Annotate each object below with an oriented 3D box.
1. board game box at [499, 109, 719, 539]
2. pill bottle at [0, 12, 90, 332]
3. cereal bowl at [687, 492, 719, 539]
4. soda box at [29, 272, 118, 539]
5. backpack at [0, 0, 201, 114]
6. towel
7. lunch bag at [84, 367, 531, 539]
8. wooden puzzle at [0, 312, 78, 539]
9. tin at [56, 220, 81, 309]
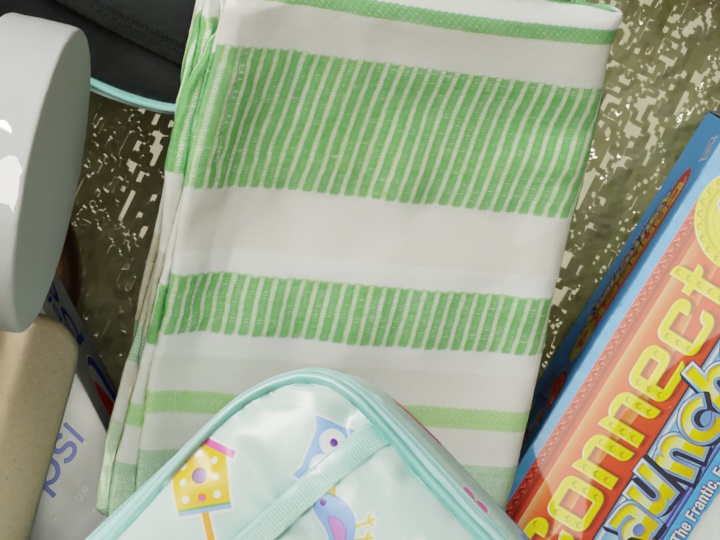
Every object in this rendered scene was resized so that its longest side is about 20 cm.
[{"bbox_3d":[0.160,0.078,0.955,0.195,0.056,0.201,31,97,-5],"label":"board game box"},{"bbox_3d":[-0.188,-0.048,0.794,0.199,0.116,0.116,13,98,2],"label":"pill bottle"},{"bbox_3d":[0.171,0.139,0.876,0.199,0.083,0.201,0,90,-33],"label":"cereal bowl"},{"bbox_3d":[-0.131,0.026,0.903,0.063,0.068,0.201,-26,98,2],"label":"soda box"},{"bbox_3d":[-0.084,-0.151,0.870,0.199,0.153,0.177,25,99,-2],"label":"backpack"},{"bbox_3d":[0.000,0.000,0.859,0.152,0.023,0.201,3,111,-24],"label":"towel"},{"bbox_3d":[-0.035,0.136,0.818,0.200,0.077,0.161,-43,84,3],"label":"lunch bag"},{"bbox_3d":[-0.208,0.073,0.870,0.199,0.037,0.186,18,101,4],"label":"wooden puzzle"},{"bbox_3d":[-0.190,0.033,0.955,0.200,0.042,0.112,-42,101,5],"label":"tin"}]
